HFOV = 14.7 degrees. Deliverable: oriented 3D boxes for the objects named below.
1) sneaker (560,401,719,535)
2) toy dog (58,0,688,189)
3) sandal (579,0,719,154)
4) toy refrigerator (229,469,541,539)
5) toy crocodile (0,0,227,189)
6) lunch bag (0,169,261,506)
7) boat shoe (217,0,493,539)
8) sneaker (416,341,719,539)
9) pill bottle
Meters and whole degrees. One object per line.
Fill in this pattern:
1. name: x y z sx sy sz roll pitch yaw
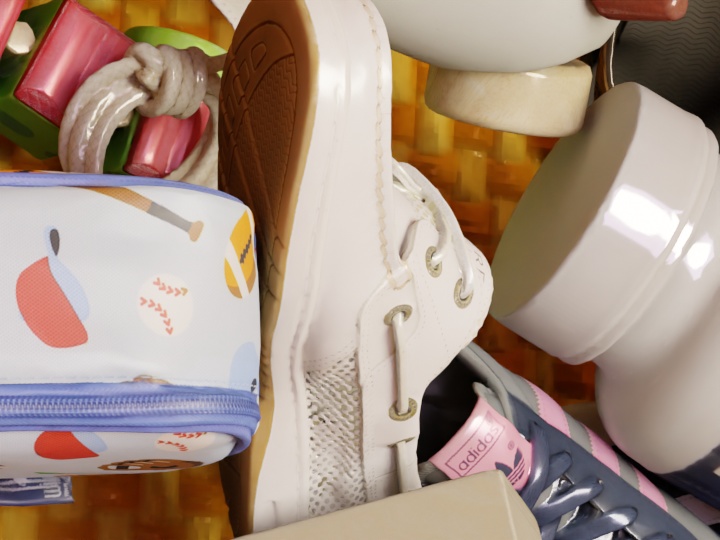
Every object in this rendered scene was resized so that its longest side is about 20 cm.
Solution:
1. sneaker: 0.134 0.099 0.934 0.200 0.073 0.112 -3 78 -22
2. toy dog: 0.010 -0.085 0.782 0.200 0.096 0.132 -18 109 -27
3. sandal: 0.110 -0.060 0.885 0.082 0.200 0.055 10 48 1
4. toy refrigerator: -0.043 0.122 0.763 0.200 0.070 0.076 -16 69 7
5. toy crocodile: -0.085 -0.053 0.820 0.200 0.062 0.068 29 73 -27
6. lunch bag: -0.115 0.021 0.718 0.160 0.200 0.076 -3 83 -15
7. boat shoe: 0.000 0.000 0.735 0.069 0.200 0.071 -6 51 -10
8. sneaker: 0.048 0.073 0.836 0.200 0.082 0.070 34 81 8
9. pill bottle: 0.142 0.029 0.848 0.200 0.111 0.111 31 72 -13
